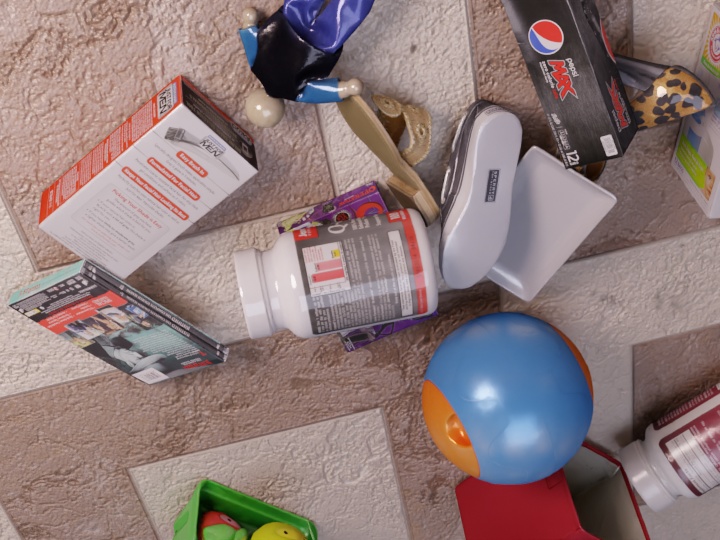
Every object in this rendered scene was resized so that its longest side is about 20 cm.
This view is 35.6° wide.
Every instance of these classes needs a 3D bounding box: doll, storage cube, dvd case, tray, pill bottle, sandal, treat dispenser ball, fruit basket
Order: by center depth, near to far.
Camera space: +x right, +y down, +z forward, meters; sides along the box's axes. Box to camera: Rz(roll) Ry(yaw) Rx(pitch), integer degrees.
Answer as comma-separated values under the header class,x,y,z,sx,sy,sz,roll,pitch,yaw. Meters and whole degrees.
class,x,y,z,sx,sy,sz,roll,pitch,yaw
doll,-0.049,-0.214,1.056,0.136,0.048,0.200,39,116,1
sandal,0.046,-0.137,1.156,0.070,0.078,0.212,-44,135,-9
pill bottle,-0.026,0.007,1.178,0.200,0.116,0.116,-11,130,-4
dvd case,-0.263,0.062,1.223,0.146,0.022,0.200,-20,135,41
tray,0.188,-0.051,1.227,0.107,0.022,0.200,33,139,0
treat dispenser ball,0.172,0.149,1.313,0.200,0.201,0.201,-6,129,-8
fruit basket,-0.126,0.361,1.444,0.215,0.156,0.216,0,140,0
storage cube,0.257,0.344,1.495,0.171,0.200,0.180,31,122,-32
pill bottle,0.456,0.233,1.502,0.200,0.114,0.114,-35,127,16

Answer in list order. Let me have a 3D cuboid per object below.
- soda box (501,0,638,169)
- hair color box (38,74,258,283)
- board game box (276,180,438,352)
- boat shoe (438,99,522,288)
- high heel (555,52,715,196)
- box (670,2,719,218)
class,x,y,z,sx,sy,sz,roll,pitch,yaw
soda box,0.201,-0.203,1.075,0.063,0.071,0.200,-10,115,34
hair color box,-0.213,-0.089,1.126,0.200,0.064,0.111,-35,127,18
board game box,0.000,0.000,1.270,0.120,0.032,0.200,-26,129,3
boat shoe,0.116,-0.081,1.186,0.072,0.068,0.200,-2,114,-22
high heel,0.281,-0.123,1.163,0.142,0.071,0.200,22,127,25
box,0.412,-0.168,1.171,0.101,0.113,0.200,-3,128,-9
